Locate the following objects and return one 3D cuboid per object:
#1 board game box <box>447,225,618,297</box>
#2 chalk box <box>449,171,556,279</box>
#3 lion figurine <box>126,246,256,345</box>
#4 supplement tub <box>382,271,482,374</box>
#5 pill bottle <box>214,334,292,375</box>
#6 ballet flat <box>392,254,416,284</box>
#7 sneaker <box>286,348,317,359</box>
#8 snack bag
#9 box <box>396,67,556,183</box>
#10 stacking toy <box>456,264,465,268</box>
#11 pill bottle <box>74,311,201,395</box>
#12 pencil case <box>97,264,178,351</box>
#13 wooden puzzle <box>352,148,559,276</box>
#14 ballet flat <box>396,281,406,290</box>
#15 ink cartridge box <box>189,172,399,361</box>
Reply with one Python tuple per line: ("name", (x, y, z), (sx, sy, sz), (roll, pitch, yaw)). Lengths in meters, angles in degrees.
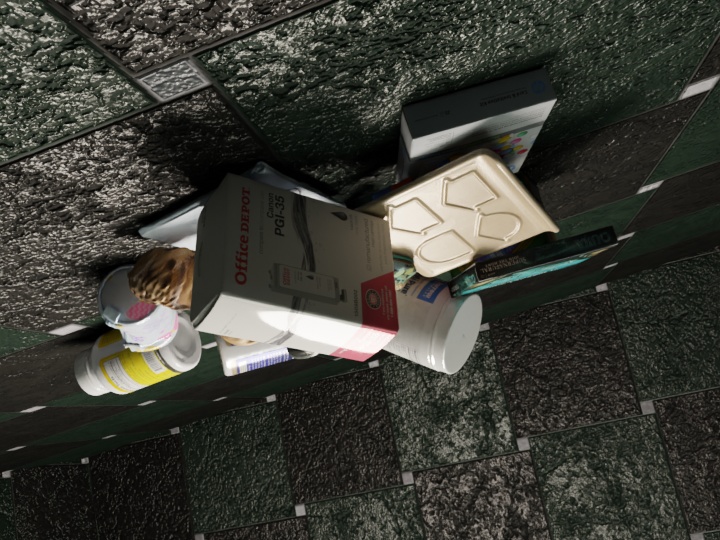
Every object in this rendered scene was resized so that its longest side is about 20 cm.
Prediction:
("board game box", (0.229, -0.009, 0.953), (0.198, 0.028, 0.135), (-15, 171, -10))
("chalk box", (0.194, -0.050, 1.102), (0.199, 0.125, 0.125), (-21, 167, 21))
("lion figurine", (-0.169, 0.034, 0.827), (0.123, 0.200, 0.072), (-47, -177, 1))
("supplement tub", (0.072, 0.065, 1.081), (0.199, 0.133, 0.132), (18, -175, 29))
("pill bottle", (-0.171, 0.116, 1.319), (0.198, 0.121, 0.120), (-13, 166, -14))
("ballet flat", (-0.030, 0.009, 0.892), (0.198, 0.075, 0.074), (7, 173, 16))
("sneaker", (-0.065, 0.077, 1.218), (0.200, 0.073, 0.082), (-39, 130, 18))
("snack bag", (-0.139, -0.064, 0.840), (0.188, 0.022, 0.200), (-23, 163, 22))
("box", (0.121, -0.145, 0.799), (0.155, 0.041, 0.200), (-16, 168, -3))
("stacking toy", (0.057, -0.046, 1.030), (0.109, 0.117, 0.199), (-3, 172, -43))
("pill bottle", (-0.379, 0.143, 1.185), (0.199, 0.112, 0.111), (-21, 167, 18))
("pencil case", (-0.308, 0.057, 0.979), (0.090, 0.083, 0.200), (-36, 172, -18))
("wooden puzzle", (0.107, -0.068, 0.823), (0.199, 0.047, 0.185), (-19, 147, 30))
("ballet flat", (0.000, 0.000, 1.020), (0.065, 0.071, 0.200), (38, 170, -28))
("ink cartridge box", (-0.067, 0.001, 0.740), (0.199, 0.148, 0.083), (14, 145, -27))
